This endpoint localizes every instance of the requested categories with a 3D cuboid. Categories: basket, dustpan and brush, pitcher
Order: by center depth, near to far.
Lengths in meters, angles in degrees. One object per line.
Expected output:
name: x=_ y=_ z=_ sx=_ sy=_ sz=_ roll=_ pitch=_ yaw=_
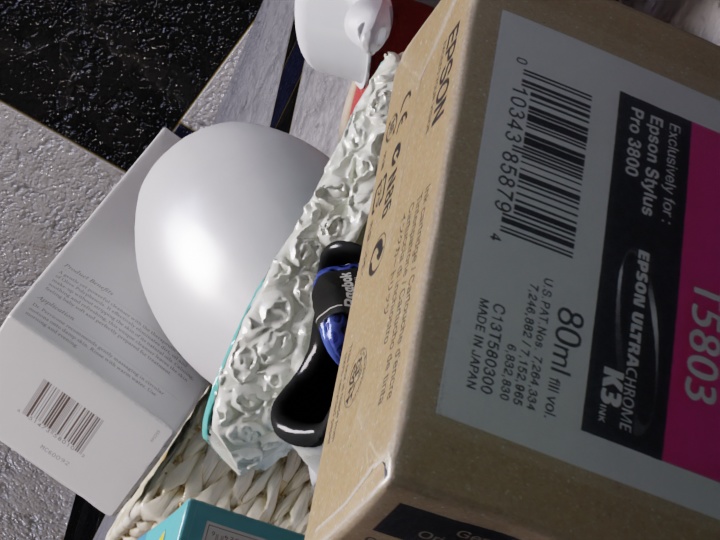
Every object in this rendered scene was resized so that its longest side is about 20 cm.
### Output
dustpan and brush: x=0.000 y=-0.136 z=0.820 sx=0.200 sy=0.057 sz=0.140 roll=-63 pitch=-18 yaw=-65
pitcher: x=-0.026 y=0.035 z=0.883 sx=0.200 sy=0.121 sz=0.172 roll=53 pitch=167 yaw=31
basket: x=-0.040 y=0.105 z=0.988 sx=0.200 sy=0.123 sz=0.136 roll=-58 pitch=5 yaw=-26

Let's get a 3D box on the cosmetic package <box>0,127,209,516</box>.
cosmetic package: x=-0.119 y=0.022 z=0.964 sx=0.085 sy=0.107 sz=0.200 roll=-52 pitch=4 yaw=37

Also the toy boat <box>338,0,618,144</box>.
toy boat: x=0.075 y=-0.097 z=0.905 sx=0.131 sy=0.130 sz=0.201 roll=5 pitch=77 yaw=67

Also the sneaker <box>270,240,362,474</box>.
sneaker: x=0.044 y=0.029 z=0.668 sx=0.199 sy=0.115 sz=0.081 roll=-33 pitch=38 yaw=17

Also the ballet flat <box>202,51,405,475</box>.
ballet flat: x=0.000 y=0.000 z=0.740 sx=0.201 sy=0.072 sz=0.072 roll=-65 pitch=11 yaw=-4

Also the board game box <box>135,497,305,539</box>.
board game box: x=-0.024 y=0.147 z=0.667 sx=0.200 sy=0.150 sz=0.047 roll=137 pitch=150 yaw=-64

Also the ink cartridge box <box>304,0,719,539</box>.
ink cartridge box: x=0.082 y=0.017 z=0.555 sx=0.075 sy=0.164 sz=0.201 roll=128 pitch=157 yaw=-54
